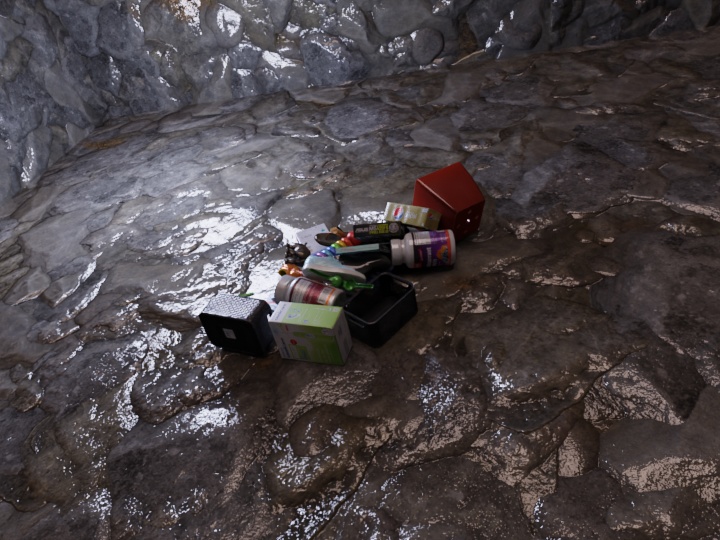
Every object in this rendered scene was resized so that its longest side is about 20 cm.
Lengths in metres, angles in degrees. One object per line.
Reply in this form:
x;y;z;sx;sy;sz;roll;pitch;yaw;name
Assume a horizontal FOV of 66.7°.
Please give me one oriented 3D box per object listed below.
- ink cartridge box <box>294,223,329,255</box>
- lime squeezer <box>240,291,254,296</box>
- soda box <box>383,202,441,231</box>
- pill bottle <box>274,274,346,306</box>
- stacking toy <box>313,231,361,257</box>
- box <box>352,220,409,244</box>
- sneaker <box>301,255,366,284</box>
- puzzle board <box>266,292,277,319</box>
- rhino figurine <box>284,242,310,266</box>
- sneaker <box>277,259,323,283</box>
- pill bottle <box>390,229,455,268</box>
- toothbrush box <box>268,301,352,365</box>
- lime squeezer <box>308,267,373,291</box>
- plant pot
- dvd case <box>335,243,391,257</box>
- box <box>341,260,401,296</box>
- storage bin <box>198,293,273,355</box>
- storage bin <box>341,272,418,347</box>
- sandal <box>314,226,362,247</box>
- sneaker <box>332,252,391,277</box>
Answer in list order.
-0.154;-0.093;1.964;0.118;0.042;0.200;-19;35;-11;ink cartridge box
-0.442;0.121;1.778;0.070;0.038;0.200;41;57;11;lime squeezer
0.168;-0.178;1.816;0.067;0.065;0.199;16;1;-41;soda box
-0.152;0.087;1.641;0.197;0.115;0.115;17;45;21;pill bottle
-0.074;-0.066;1.847;0.200;0.086;0.085;-41;44;-22;stacking toy
0.074;-0.125;1.830;0.158;0.045;0.200;-4;-4;14;box
-0.075;-0.008;1.666;0.197;0.074;0.083;14;52;-3;sneaker
-0.221;0.120;1.726;0.197;0.018;0.152;-2;38;17;puzzle board
-0.207;-0.060;1.825;0.086;0.061;0.200;7;16;-10;rhino figurine
-0.196;0.027;1.812;0.199;0.073;0.077;19;63;45;sneaker
0.196;-0.066;1.740;0.197;0.113;0.112;-5;36;1;pill bottle
-0.136;0.174;1.519;0.197;0.147;0.087;5;40;22;toothbrush box
-0.054;0.035;1.599;0.197;0.038;0.071;16;0;11;lime squeezer
0.304;-0.212;1.848;0.198;0.202;0.176;-25;51;-24;plant pot
0.020;-0.062;1.773;0.144;0.022;0.200;-5;-5;17;dvd case
0.040;0.015;1.769;0.120;0.033;0.200;13;43;32;box
-0.356;0.156;1.604;0.197;0.137;0.094;6;40;24;storage bin
0.058;0.110;1.586;0.134;0.095;0.199;23;49;40;storage bin
-0.069;-0.124;1.916;0.197;0.055;0.082;-3;32;-23;sandal
0.000;0.000;1.725;0.197;0.076;0.092;-6;55;8;sneaker
